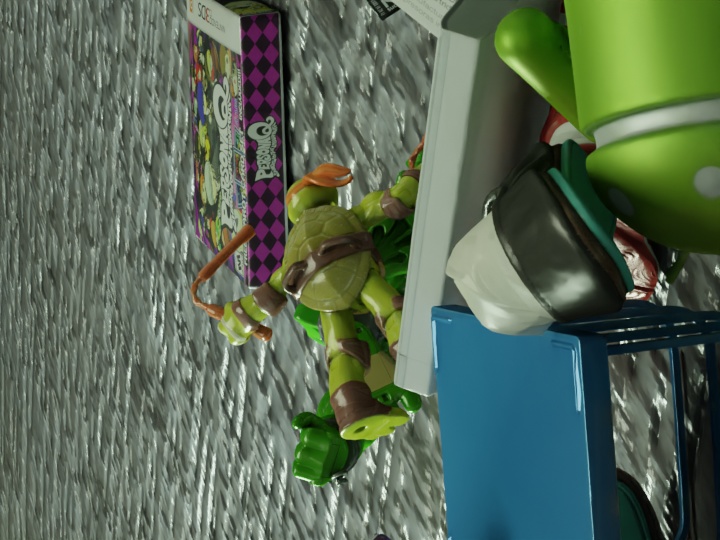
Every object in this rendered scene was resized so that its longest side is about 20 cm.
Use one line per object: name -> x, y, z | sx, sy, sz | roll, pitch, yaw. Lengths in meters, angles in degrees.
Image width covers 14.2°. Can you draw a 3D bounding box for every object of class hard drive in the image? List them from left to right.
hard drive -> 0.059, -0.056, 1.377 | 0.132, 0.027, 0.200 | -52, -24, -50

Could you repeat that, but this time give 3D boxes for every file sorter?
file sorter -> 0.121, 0.086, 1.275 | 0.200, 0.122, 0.139 | -170, 76, -73

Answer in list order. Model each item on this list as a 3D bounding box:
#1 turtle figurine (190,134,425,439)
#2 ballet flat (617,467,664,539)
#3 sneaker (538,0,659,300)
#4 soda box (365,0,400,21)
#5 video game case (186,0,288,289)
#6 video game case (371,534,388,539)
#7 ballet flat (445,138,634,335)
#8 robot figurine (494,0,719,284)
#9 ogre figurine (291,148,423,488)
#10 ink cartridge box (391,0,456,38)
turtle figurine -> 0.000, 0.000, 1.585 | 0.064, 0.200, 0.161 | 35, -155, -59
ballet flat -> 0.122, 0.191, 1.423 | 0.067, 0.068, 0.201 | -25, -67, -78
sneaker -> 0.117, -0.059, 1.386 | 0.200, 0.078, 0.116 | 108, 175, -68
soda box -> -0.020, -0.232, 1.587 | 0.200, 0.063, 0.071 | 49, -167, -43
video game case -> -0.091, -0.103, 2.126 | 0.181, 0.036, 0.200 | -138, 45, -69
video game case -> 0.082, 0.215, 1.305 | 0.200, 0.036, 0.181 | 40, 169, 20
ballet flat -> 0.074, -0.007, 1.192 | 0.068, 0.068, 0.200 | 55, -172, -3
robot figurine -> 0.140, -0.097, 1.154 | 0.175, 0.116, 0.200 | -12, 83, 48
ogre figurine -> 0.010, 0.033, 1.680 | 0.120, 0.098, 0.200 | 90, -179, -78
ink cartridge box -> 0.044, -0.228, 1.410 | 0.146, 0.084, 0.200 | 40, 145, 21
